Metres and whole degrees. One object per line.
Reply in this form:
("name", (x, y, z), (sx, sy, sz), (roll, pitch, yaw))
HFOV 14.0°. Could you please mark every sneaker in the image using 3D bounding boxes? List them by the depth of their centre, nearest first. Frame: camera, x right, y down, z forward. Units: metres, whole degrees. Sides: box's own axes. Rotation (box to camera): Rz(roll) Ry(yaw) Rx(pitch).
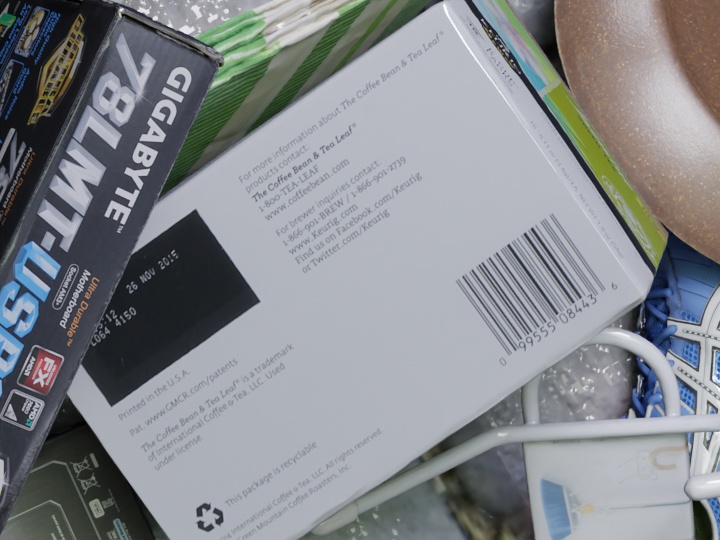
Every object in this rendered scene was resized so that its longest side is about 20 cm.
("sneaker", (0.148, 0.053, 1.256), (0.077, 0.076, 0.200), (-13, 84, -21))

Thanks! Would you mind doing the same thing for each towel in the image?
("towel", (-0.045, -0.074, 1.157), (0.200, 0.153, 0.023), (-34, 82, -35))

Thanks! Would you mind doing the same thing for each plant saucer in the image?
("plant saucer", (0.176, -0.088, 1.263), (0.200, 0.037, 0.201), (18, 54, -26))

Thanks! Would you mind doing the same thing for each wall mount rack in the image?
("wall mount rack", (0.075, 0.126, 1.190), (0.173, 0.075, 0.200), (-5, 119, 7))

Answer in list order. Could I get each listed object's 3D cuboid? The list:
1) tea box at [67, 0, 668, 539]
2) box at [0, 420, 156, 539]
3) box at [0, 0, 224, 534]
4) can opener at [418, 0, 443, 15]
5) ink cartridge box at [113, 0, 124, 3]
("tea box", (0.000, 0.000, 1.130), (0.200, 0.197, 0.134), (-35, 92, 12))
("box", (-0.137, 0.181, 1.176), (0.158, 0.048, 0.200), (-25, 89, -16))
("box", (-0.141, -0.008, 1.042), (0.050, 0.198, 0.200), (24, 89, -27))
("can opener", (-0.032, -0.183, 1.262), (0.200, 0.079, 0.063), (48, 35, -7))
("ink cartridge box", (-0.173, -0.169, 1.161), (0.200, 0.144, 0.084), (33, 42, -7))
